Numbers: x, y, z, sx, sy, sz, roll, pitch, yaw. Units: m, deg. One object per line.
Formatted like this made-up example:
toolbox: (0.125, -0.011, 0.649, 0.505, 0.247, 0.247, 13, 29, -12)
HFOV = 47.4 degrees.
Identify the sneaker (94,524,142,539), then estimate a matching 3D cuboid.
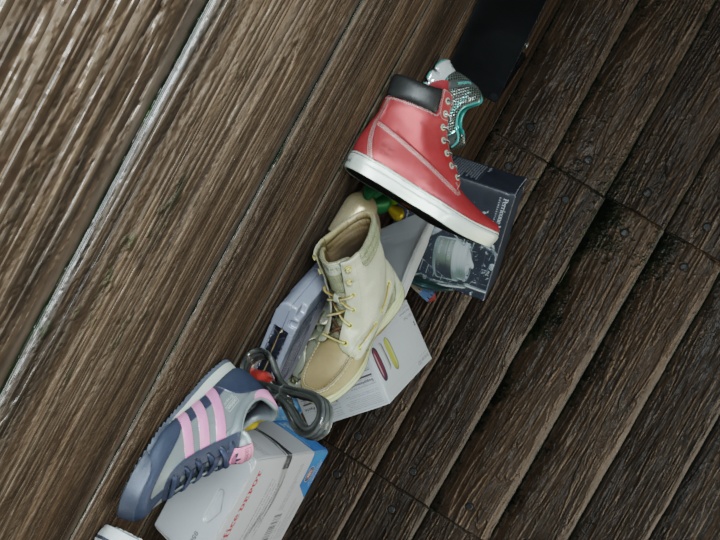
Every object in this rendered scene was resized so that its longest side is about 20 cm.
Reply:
sneaker: (-0.225, 0.300, 0.769, 0.080, 0.077, 0.201, -63, 177, -32)

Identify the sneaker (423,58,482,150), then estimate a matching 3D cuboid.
sneaker: (0.101, -0.186, 1.144, 0.202, 0.090, 0.078, -63, 172, 19)

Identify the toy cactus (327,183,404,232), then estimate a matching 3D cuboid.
toy cactus: (0.029, -0.097, 1.032, 0.166, 0.102, 0.200, -50, 180, -8)

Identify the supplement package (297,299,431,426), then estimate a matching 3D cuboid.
supplement package: (0.000, 0.148, 1.320, 0.154, 0.112, 0.200, -22, -175, 27)

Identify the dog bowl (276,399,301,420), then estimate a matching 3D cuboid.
dog bowl: (-0.103, 0.195, 1.386, 0.200, 0.049, 0.112, -53, 170, -53)

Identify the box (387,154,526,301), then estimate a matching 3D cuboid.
box: (0.164, -0.086, 1.434, 0.124, 0.193, 0.203, -45, 151, -62)

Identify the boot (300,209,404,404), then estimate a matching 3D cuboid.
boot: (-0.024, 0.044, 0.973, 0.201, 0.071, 0.156, -54, 146, -26)

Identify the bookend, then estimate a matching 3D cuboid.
bookend: (0.234, -0.395, 1.257, 0.201, 0.091, 0.200, -54, 171, -51)

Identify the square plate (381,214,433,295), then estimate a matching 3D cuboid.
square plate: (0.041, 0.004, 1.336, 0.199, 0.028, 0.201, -20, -138, 60)

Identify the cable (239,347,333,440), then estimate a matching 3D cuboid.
cable: (-0.084, 0.138, 0.895, 0.198, 0.050, 0.098, -1, -122, 45)

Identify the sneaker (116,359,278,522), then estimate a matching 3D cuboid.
sneaker: (-0.147, 0.168, 0.779, 0.201, 0.081, 0.071, -53, 171, -47)

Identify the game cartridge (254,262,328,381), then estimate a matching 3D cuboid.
game cartridge: (-0.093, 0.088, 1.067, 0.133, 0.041, 0.202, -45, 163, -56)

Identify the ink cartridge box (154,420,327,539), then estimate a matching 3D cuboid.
ink cartridge box: (-0.143, 0.272, 1.031, 0.146, 0.083, 0.199, -61, 156, 3)

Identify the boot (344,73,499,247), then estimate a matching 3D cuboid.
boot: (0.098, -0.127, 0.922, 0.146, 0.198, 0.072, -60, -165, -3)

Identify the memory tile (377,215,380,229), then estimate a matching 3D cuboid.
memory tile: (0.000, 0.000, 1.148, 0.200, 0.016, 0.157, -25, 112, -73)

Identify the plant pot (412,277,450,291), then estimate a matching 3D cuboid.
plant pot: (0.160, -0.101, 1.609, 0.201, 0.198, 0.198, -53, 163, -47)

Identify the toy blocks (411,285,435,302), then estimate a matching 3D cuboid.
toy blocks: (0.121, -0.006, 1.766, 0.100, 0.136, 0.200, -48, -176, 13)

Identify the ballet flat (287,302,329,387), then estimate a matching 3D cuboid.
ballet flat: (-0.059, 0.089, 1.182, 0.072, 0.071, 0.203, -36, 148, -74)
